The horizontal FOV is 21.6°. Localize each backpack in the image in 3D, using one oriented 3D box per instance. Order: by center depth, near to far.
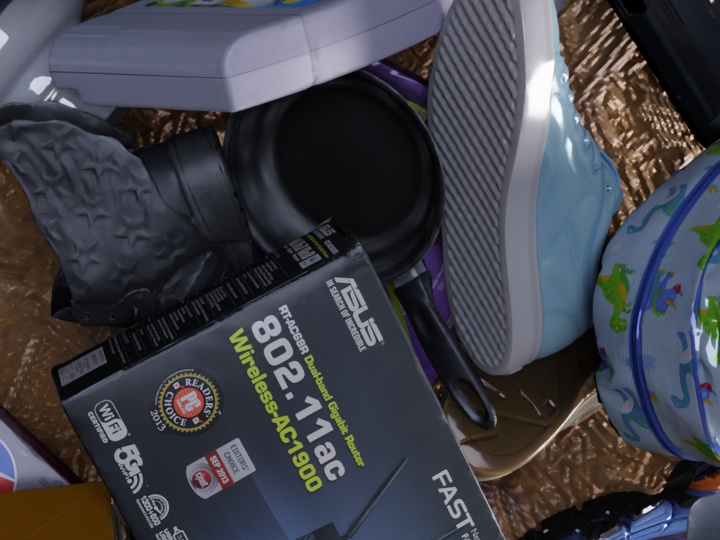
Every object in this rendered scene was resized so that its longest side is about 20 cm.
[{"bbox_3d":[0.195,0.012,0.906,0.199,0.154,0.164,-19,115,-29],"label":"backpack"}]

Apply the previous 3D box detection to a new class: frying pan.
[{"bbox_3d":[0.019,-0.024,0.891,0.190,0.031,0.115,37,123,4],"label":"frying pan"}]

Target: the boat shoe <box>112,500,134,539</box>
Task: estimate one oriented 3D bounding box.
[{"bbox_3d":[-0.083,0.141,0.932,0.073,0.063,0.201,-8,94,3],"label":"boat shoe"}]

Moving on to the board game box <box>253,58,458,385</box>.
[{"bbox_3d":[0.000,0.000,0.949,0.120,0.032,0.201,28,102,-1],"label":"board game box"}]

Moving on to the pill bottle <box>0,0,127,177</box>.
[{"bbox_3d":[-0.204,-0.128,0.914,0.200,0.111,0.111,38,83,-4],"label":"pill bottle"}]

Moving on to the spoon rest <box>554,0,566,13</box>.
[{"bbox_3d":[0.081,-0.147,0.973,0.099,0.061,0.201,5,93,-9],"label":"spoon rest"}]

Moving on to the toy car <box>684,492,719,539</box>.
[{"bbox_3d":[0.160,0.214,0.918,0.164,0.158,0.201,29,89,-14],"label":"toy car"}]

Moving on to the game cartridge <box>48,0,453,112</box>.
[{"bbox_3d":[-0.031,-0.120,0.884,0.200,0.133,0.041,-31,122,-45],"label":"game cartridge"}]

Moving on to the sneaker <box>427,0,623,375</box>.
[{"bbox_3d":[0.083,-0.053,0.887,0.082,0.074,0.201,-19,123,-31],"label":"sneaker"}]

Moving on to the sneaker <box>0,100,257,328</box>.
[{"bbox_3d":[-0.099,0.006,0.890,0.104,0.060,0.201,-18,114,-5],"label":"sneaker"}]

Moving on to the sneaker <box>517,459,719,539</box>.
[{"bbox_3d":[0.156,0.151,0.971,0.199,0.075,0.079,-23,94,-6],"label":"sneaker"}]

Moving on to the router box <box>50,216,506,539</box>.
[{"bbox_3d":[-0.029,0.099,0.864,0.149,0.062,0.201,-29,107,-6],"label":"router box"}]

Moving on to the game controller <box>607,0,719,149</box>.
[{"bbox_3d":[0.171,-0.157,0.968,0.200,0.042,0.104,52,59,-28],"label":"game controller"}]

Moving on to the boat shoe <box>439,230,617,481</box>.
[{"bbox_3d":[0.108,0.042,0.974,0.200,0.065,0.072,-38,87,-26],"label":"boat shoe"}]

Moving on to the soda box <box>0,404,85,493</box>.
[{"bbox_3d":[-0.217,0.077,0.927,0.200,0.063,0.070,44,85,-3],"label":"soda box"}]

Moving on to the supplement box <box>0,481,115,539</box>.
[{"bbox_3d":[-0.198,0.225,0.848,0.196,0.133,0.201,-6,119,-8],"label":"supplement box"}]
